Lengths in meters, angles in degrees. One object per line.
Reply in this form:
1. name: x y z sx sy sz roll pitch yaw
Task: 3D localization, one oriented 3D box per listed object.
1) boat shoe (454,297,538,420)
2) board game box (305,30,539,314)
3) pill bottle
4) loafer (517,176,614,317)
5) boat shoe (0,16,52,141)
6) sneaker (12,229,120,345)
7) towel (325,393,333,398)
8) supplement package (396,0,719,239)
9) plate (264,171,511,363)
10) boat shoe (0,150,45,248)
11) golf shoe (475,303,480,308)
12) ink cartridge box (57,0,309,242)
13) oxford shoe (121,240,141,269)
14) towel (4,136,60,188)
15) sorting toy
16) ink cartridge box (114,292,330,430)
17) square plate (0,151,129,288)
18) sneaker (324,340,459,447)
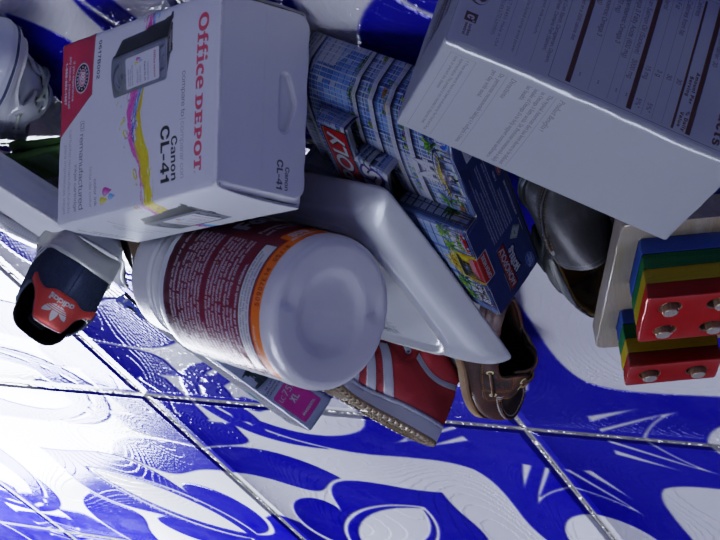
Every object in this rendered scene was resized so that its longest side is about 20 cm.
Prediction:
1. boat shoe: 0.122 0.078 1.633 0.070 0.071 0.200 9 153 24
2. board game box: 0.017 -0.078 1.366 0.199 0.062 0.201 22 154 35
3. pill bottle: -0.082 0.016 1.387 0.199 0.115 0.114 14 159 50
4. loafer: 0.164 -0.034 1.356 0.072 0.073 0.200 -26 153 0
5. boat shoe: -0.281 -0.153 1.490 0.066 0.074 0.200 10 169 -16
6. sneaker: -0.249 0.019 1.499 0.075 0.085 0.200 32 171 -6
7. towel: -0.061 0.078 1.755 0.146 0.050 0.200 -7 157 23
8. supplement package: 0.142 -0.125 1.162 0.198 0.118 0.117 23 154 -6
9. plate: 0.000 0.000 1.427 0.199 0.032 0.200 13 149 49
10. boat shoe: -0.334 -0.075 1.682 0.199 0.073 0.071 29 166 0
11. golf shoe: 0.021 0.024 1.562 0.199 0.093 0.075 -6 -178 44
12. ink cartridge box: -0.134 -0.109 1.344 0.085 0.150 0.199 10 166 -41
13. oxford shoe: -0.170 -0.033 1.542 0.072 0.071 0.200 63 169 4
14. towel: -0.184 -0.076 1.563 0.148 0.031 0.199 -8 154 40
15. sorting toy: 0.278 0.021 1.328 0.196 0.070 0.201 -5 153 -1
16. ink cartridge box: -0.122 0.068 1.607 0.199 0.042 0.119 34 173 -8
17. square plate: -0.276 -0.057 1.547 0.199 0.029 0.198 33 170 -2
18. sneaker: 0.009 0.064 1.637 0.199 0.113 0.071 32 167 -24
